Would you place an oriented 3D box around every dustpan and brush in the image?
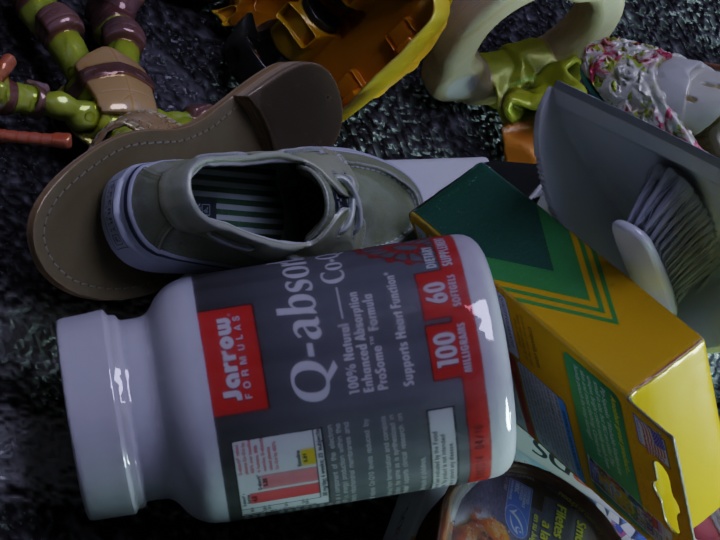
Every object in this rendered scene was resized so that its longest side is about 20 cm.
[{"bbox_3d":[0.147,0.010,1.251,0.139,0.200,0.057,30,71,31],"label":"dustpan and brush"}]

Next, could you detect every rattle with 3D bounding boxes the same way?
[{"bbox_3d":[0.130,-0.136,1.493,0.130,0.200,0.143,18,43,-33],"label":"rattle"}]

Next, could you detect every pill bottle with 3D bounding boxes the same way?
[{"bbox_3d":[-0.035,0.054,1.200,0.199,0.116,0.116,-9,54,-4],"label":"pill bottle"}]

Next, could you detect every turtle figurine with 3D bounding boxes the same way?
[{"bbox_3d":[-0.123,-0.096,1.363,0.199,0.065,0.162,1,44,-24],"label":"turtle figurine"}]

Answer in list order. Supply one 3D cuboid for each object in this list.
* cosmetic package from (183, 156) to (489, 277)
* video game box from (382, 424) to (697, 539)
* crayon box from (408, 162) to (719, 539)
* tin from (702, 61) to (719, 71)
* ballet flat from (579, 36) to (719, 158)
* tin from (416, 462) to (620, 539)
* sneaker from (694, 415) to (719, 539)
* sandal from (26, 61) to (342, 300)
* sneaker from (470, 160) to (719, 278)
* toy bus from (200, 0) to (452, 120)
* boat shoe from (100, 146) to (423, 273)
[{"bbox_3d":[0.000,0.000,1.368,0.199,0.074,0.102,-1,54,-41],"label":"cosmetic package"},{"bbox_3d":[0.092,0.177,1.299,0.182,0.047,0.200,31,40,-7],"label":"video game box"},{"bbox_3d":[0.113,0.050,1.263,0.051,0.126,0.200,-35,49,-15],"label":"crayon box"},{"bbox_3d":[0.223,-0.072,1.577,0.111,0.042,0.200,-1,29,-19],"label":"tin"},{"bbox_3d":[0.204,-0.065,1.406,0.200,0.064,0.076,48,41,10],"label":"ballet flat"},{"bbox_3d":[0.073,0.177,1.209,0.112,0.042,0.200,25,41,-11],"label":"tin"},{"bbox_3d":[0.167,0.112,1.402,0.200,0.087,0.074,53,39,-24],"label":"sneaker"},{"bbox_3d":[-0.101,-0.045,1.266,0.211,0.069,0.078,-33,115,-41],"label":"sandal"},{"bbox_3d":[0.135,-0.035,1.328,0.199,0.089,0.074,18,52,28],"label":"sneaker"},{"bbox_3d":[-0.010,-0.188,1.506,0.200,0.136,0.192,56,26,14],"label":"toy bus"},{"bbox_3d":[-0.032,-0.025,1.237,0.199,0.062,0.072,-4,86,-46],"label":"boat shoe"}]
